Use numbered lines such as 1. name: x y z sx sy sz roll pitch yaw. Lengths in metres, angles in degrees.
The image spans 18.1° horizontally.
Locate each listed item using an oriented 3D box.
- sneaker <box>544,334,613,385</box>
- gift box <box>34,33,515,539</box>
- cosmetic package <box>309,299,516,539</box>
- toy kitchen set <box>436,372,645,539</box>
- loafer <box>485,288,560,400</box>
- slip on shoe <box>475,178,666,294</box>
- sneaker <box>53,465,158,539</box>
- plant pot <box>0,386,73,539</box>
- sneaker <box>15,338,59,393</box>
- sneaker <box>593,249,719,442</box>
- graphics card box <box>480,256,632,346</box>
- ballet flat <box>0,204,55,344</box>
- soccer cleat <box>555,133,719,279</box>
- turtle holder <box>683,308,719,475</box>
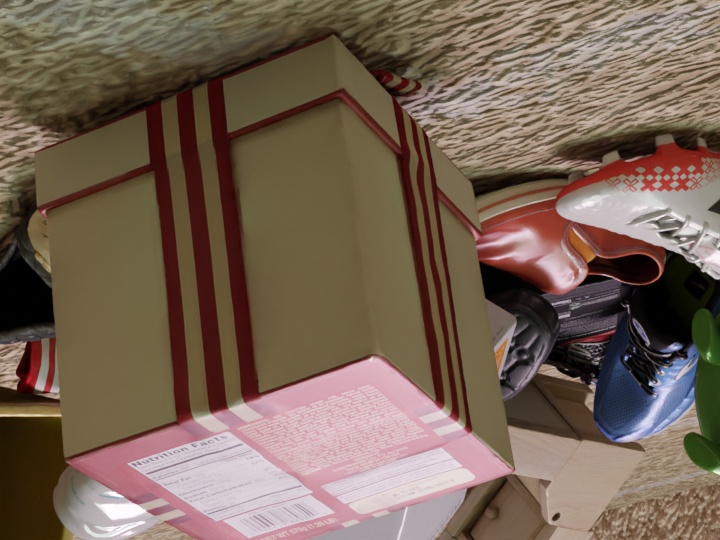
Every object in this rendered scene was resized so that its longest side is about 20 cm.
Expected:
1. sneaker: 0.156 0.052 1.686 0.198 0.075 0.081 -7 167 -15
2. gift box: -0.040 0.016 1.072 0.183 0.188 0.200 -16 152 15
3. cosmetic package: 0.025 0.101 1.363 0.102 0.071 0.201 -48 162 -34
4. toy kitchen set: 0.058 0.147 1.654 0.180 0.163 0.201 14 116 -45
5. loafer: 0.064 0.055 1.436 0.070 0.068 0.200 -51 -173 -38
6. slip on shoe: 0.114 -0.017 1.367 0.199 0.062 0.074 -1 165 -40
7. sneaker: -0.089 0.107 1.391 0.199 0.071 0.080 -22 162 -30
8. plant pot: -0.317 0.159 1.446 0.193 0.197 0.199 4 -172 -39
9. sneaker: -0.152 0.048 1.456 0.115 0.079 0.200 5 175 16
10. sneaker: 0.196 0.035 1.480 0.089 0.078 0.201 -21 143 -46
11. graphics card box: 0.118 0.014 1.540 0.124 0.051 0.200 -12 169 3
12. ballet flat: -0.171 0.011 1.207 0.057 0.067 0.200 -35 178 -20
13. soccer cleat: 0.203 -0.031 1.330 0.199 0.086 0.068 -3 165 -35
14. turtle holder: 0.293 0.092 1.416 0.141 0.187 0.131 -32 161 31
